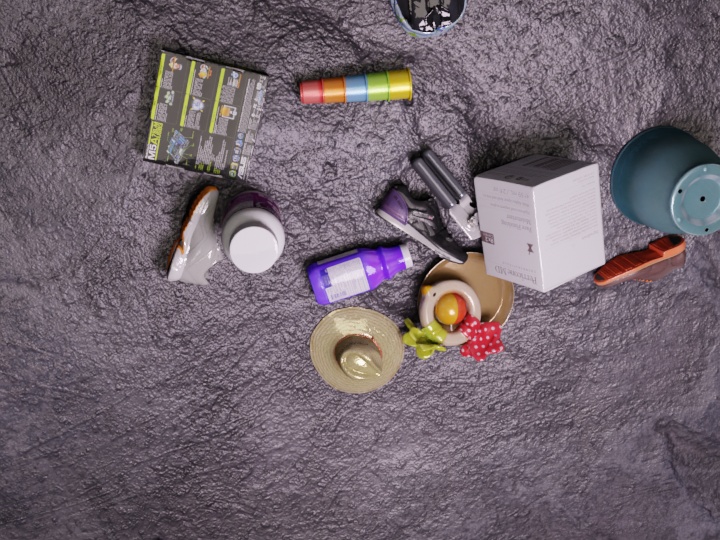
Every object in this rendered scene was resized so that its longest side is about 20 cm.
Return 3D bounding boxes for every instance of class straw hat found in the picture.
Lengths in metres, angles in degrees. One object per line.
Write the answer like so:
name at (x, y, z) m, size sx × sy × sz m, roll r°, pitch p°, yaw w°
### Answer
straw hat at (-0.002, 0.176, 1.681) m, size 0.200 × 0.085 × 0.202 m, roll -3°, pitch 109°, yaw -8°

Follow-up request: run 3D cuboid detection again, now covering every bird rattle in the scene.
bird rattle at (0.184, 0.099, 1.651) m, size 0.199 × 0.113 × 0.164 m, roll -3°, pitch 94°, yaw -11°

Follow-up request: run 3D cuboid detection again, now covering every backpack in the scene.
backpack at (0.111, -0.499, 1.440) m, size 0.162 × 0.154 × 0.201 m, roll -15°, pitch 89°, yaw -5°

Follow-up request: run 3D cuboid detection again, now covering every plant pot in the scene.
plant pot at (0.603, -0.156, 1.601) m, size 0.199 × 0.188 × 0.201 m, roll -3°, pitch 110°, yaw -7°
plant pot at (0.209, 0.055, 1.702) m, size 0.199 × 0.028 × 0.201 m, roll -3°, pitch 110°, yaw -7°

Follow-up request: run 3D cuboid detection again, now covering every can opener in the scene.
can opener at (0.169, -0.140, 1.610) m, size 0.053 × 0.066 × 0.200 m, roll -43°, pitch 103°, yaw -15°

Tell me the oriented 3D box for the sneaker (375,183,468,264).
sneaker at (0.133, -0.090, 1.607) m, size 0.199 × 0.076 × 0.088 m, roll 32°, pitch 95°, yaw -9°

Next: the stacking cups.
stacking cups at (-0.009, -0.327, 1.515) m, size 0.199 × 0.061 × 0.061 m, roll -6°, pitch 110°, yaw -7°

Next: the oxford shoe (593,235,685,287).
oxford shoe at (0.570, 0.001, 1.716) m, size 0.199 × 0.071 × 0.073 m, roll -22°, pitch 116°, yaw -1°

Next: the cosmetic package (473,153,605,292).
cosmetic package at (0.332, -0.092, 1.570) m, size 0.164 × 0.165 × 0.201 m, roll -21°, pitch 112°, yaw -27°

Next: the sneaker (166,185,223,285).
sneaker at (-0.289, -0.062, 1.568) m, size 0.092 × 0.076 × 0.201 m, roll 17°, pitch 114°, yaw -22°

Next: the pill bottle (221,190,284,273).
pill bottle at (-0.191, -0.066, 1.505) m, size 0.111 × 0.200 × 0.113 m, roll -3°, pitch 110°, yaw -8°

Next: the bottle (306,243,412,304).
bottle at (0.000, 0.000, 1.630) m, size 0.199 × 0.065 × 0.084 m, roll -19°, pitch 112°, yaw -2°

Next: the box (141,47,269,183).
box at (-0.275, -0.272, 1.503) m, size 0.192 × 0.048 × 0.201 m, roll 11°, pitch 108°, yaw -10°
